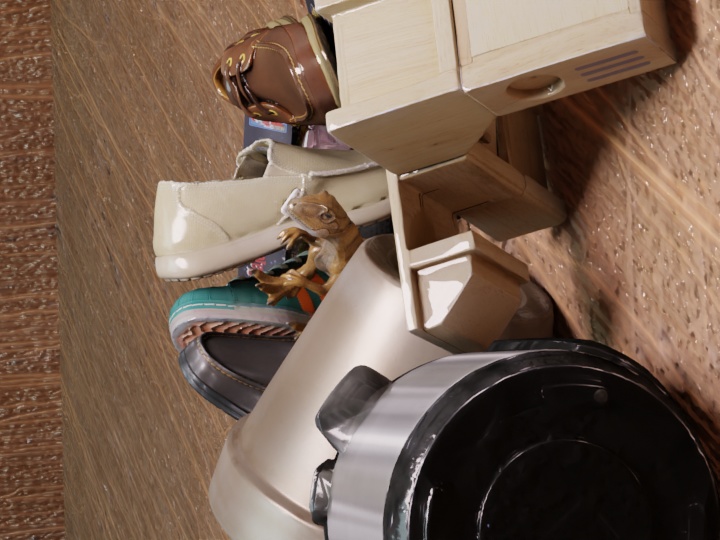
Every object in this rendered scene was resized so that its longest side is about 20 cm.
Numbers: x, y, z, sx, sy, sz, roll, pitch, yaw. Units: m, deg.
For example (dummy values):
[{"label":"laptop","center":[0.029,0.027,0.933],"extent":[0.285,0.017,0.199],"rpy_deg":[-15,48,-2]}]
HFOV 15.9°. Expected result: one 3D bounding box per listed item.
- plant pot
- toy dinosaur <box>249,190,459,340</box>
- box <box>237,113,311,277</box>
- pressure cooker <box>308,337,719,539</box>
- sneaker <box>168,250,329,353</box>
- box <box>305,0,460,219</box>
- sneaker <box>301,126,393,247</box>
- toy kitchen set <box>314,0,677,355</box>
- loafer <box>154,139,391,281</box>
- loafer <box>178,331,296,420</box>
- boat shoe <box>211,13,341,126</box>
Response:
[{"label":"plant pot","center":[0.030,0.080,1.489],"extent":[0.200,0.199,0.174],"rpy_deg":[-123,49,-63]},{"label":"toy dinosaur","center":[0.000,0.000,1.549],"extent":[0.061,0.106,0.200],"rpy_deg":[61,-165,16]},{"label":"box","center":[-0.047,-0.066,1.876],"extent":[0.137,0.038,0.200],"rpy_deg":[-58,-23,-55]},{"label":"pressure cooker","center":[0.070,0.124,1.301],"extent":[0.200,0.178,0.176],"rpy_deg":[167,95,-75]},{"label":"sneaker","center":[-0.041,0.022,1.681],"extent":[0.071,0.200,0.080],"rpy_deg":[-46,49,43]},{"label":"box","center":[0.012,-0.159,1.547],"extent":[0.200,0.050,0.199],"rpy_deg":[77,167,-49]},{"label":"sneaker","center":[0.003,-0.092,1.727],"extent":[0.115,0.075,0.201],"rpy_deg":[151,114,-72]},{"label":"toy kitchen set","center":[0.103,-0.060,1.335],"extent":[0.200,0.180,0.164],"rpy_deg":[29,-130,-57]},{"label":"loafer","center":[-0.041,-0.053,1.620],"extent":[0.076,0.200,0.068],"rpy_deg":[4,114,66]},{"label":"loafer","center":[-0.019,0.064,1.615],"extent":[0.072,0.200,0.073],"rpy_deg":[-56,40,29]},{"label":"boat shoe","center":[-0.053,-0.122,1.659],"extent":[0.200,0.067,0.072],"rpy_deg":[-149,36,-76]}]
